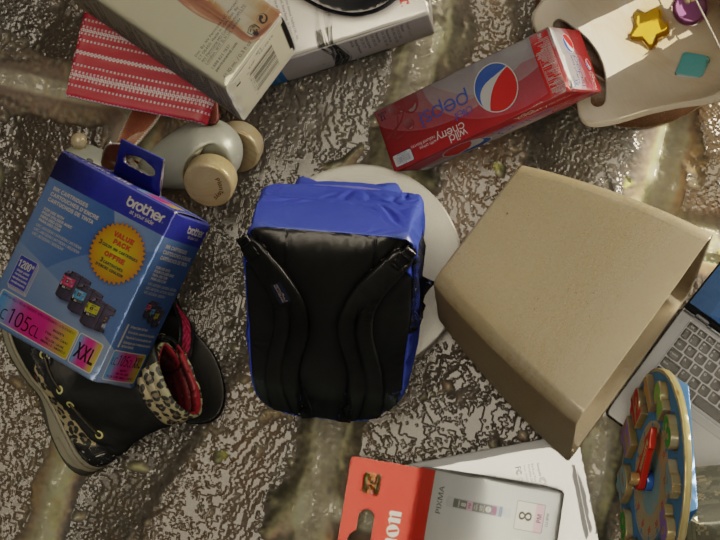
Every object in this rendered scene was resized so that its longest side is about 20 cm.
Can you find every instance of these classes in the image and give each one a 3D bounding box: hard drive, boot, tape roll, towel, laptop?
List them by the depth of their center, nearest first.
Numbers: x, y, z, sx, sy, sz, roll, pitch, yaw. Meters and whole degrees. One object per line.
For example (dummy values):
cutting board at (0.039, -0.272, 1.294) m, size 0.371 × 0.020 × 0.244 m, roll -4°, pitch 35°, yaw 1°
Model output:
laptop at (0.358, 0.105, 1.479) m, size 0.187 × 0.116 × 0.200 m, roll 37°, pitch 89°, yaw 9°
towel at (-0.186, -0.244, 1.529) m, size 0.144 × 0.022 × 0.201 m, roll 12°, pitch 82°, yaw 10°
hard drive at (0.118, 0.236, 1.534) m, size 0.199 × 0.025 × 0.132 m, roll -11°, pitch 84°, yaw 4°
boot at (-0.244, 0.077, 1.537) m, size 0.153 × 0.073 × 0.204 m, roll -25°, pitch 89°, yaw 28°
tape roll at (0.000, 0.000, 1.565) m, size 0.202 × 0.037 × 0.204 m, roll -1°, pitch 83°, yaw 5°

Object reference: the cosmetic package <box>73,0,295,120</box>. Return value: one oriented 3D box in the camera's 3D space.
cosmetic package at (-0.165, -0.234, 1.463) m, size 0.200 × 0.103 × 0.087 m, roll 35°, pitch 84°, yaw 10°

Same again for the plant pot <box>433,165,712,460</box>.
plant pot at (0.175, 0.024, 1.459) m, size 0.177 × 0.200 × 0.200 m, roll 35°, pitch 80°, yaw 14°

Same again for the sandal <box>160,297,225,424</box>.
sandal at (-0.194, 0.058, 1.573) m, size 0.075 × 0.045 × 0.200 m, roll -25°, pitch 82°, yaw 2°

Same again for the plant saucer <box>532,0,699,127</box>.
plant saucer at (0.265, -0.238, 1.564) m, size 0.200 × 0.037 × 0.201 m, roll -1°, pitch 84°, yaw 6°

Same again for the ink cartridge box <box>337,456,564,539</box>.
ink cartridge box at (0.076, 0.265, 1.499) m, size 0.199 × 0.057 × 0.163 m, roll 9°, pitch 86°, yaw 2°

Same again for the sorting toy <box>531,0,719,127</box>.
sorting toy at (0.259, -0.224, 1.501) m, size 0.180 × 0.107 × 0.200 m, roll -27°, pitch 84°, yaw 11°

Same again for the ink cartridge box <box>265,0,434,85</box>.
ink cartridge box at (-0.042, -0.273, 1.572) m, size 0.199 × 0.084 × 0.146 m, roll -16°, pitch 80°, yaw 4°

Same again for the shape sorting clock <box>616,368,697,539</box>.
shape sorting clock at (0.256, 0.186, 1.439) m, size 0.039 × 0.200 × 0.201 m, roll 7°, pitch 85°, yaw -3°

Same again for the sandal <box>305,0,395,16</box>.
sandal at (-0.053, -0.289, 1.499) m, size 0.200 × 0.043 × 0.076 m, roll 18°, pitch 83°, yaw -1°

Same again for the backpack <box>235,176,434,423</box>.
backpack at (-0.014, 0.026, 1.466) m, size 0.162 × 0.168 × 0.201 m, roll 6°, pitch 117°, yaw 10°

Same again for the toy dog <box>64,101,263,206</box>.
toy dog at (-0.194, -0.121, 1.558) m, size 0.199 × 0.132 × 0.097 m, roll -10°, pitch 120°, yaw -3°

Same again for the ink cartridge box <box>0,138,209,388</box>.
ink cartridge box at (-0.230, -0.015, 1.465) m, size 0.136 × 0.076 × 0.200 m, roll 26°, pitch 90°, yaw 20°

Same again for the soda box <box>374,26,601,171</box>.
soda box at (0.116, -0.156, 1.513) m, size 0.200 × 0.070 × 0.064 m, roll -23°, pitch 82°, yaw 31°

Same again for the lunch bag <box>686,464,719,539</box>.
lunch bag at (0.371, 0.275, 1.457) m, size 0.163 × 0.118 × 0.201 m, roll -7°, pitch 109°, yaw 6°
